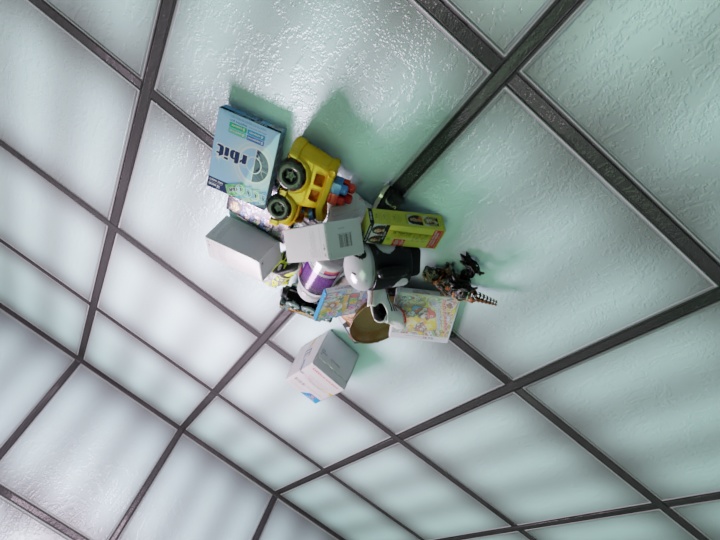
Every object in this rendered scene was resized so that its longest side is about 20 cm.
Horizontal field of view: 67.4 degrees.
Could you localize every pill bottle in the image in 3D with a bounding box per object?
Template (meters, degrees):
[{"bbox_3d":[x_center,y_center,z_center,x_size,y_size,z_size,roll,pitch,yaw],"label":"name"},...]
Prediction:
[{"bbox_3d":[-0.114,0.003,1.520,0.109,0.113,0.201,31,139,-3],"label":"pill bottle"}]

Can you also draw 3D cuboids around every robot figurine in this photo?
[{"bbox_3d":[0.053,-0.020,1.327,0.193,0.129,0.151,-8,161,-22],"label":"robot figurine"}]

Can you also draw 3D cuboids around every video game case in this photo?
[{"bbox_3d":[0.175,0.128,1.508,0.174,0.023,0.204,6,136,0],"label":"video game case"},{"bbox_3d":[-0.024,0.080,1.481,0.193,0.018,0.145,-10,148,-26],"label":"video game case"}]

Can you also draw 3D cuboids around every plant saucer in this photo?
[{"bbox_3d":[0.054,0.131,1.544,0.193,0.036,0.204,-16,140,-14],"label":"plant saucer"}]

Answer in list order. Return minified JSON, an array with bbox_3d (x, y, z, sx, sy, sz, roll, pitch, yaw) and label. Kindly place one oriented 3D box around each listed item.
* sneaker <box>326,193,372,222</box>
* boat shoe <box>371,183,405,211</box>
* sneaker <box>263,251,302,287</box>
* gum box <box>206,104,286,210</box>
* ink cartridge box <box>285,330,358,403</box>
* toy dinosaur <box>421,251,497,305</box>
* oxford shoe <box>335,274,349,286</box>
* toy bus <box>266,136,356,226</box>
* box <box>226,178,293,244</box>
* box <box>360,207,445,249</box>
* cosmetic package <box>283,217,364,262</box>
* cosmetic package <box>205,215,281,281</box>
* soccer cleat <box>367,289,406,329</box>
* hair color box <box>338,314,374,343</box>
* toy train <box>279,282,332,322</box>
[{"bbox_3d":[-0.058,-0.126,1.379,0.100,0.078,0.200,46,114,0],"label":"sneaker"},{"bbox_3d":[0.046,-0.120,1.332,0.062,0.074,0.203,35,135,3],"label":"boat shoe"},{"bbox_3d":[-0.231,0.001,1.630,0.076,0.078,0.196,35,148,-31],"label":"sneaker"},{"bbox_3d":[-0.285,-0.278,1.335,0.165,0.045,0.206,22,117,5],"label":"gum box"},{"bbox_3d":[-0.130,0.328,1.830,0.146,0.147,0.198,40,138,-15],"label":"ink cartridge box"},{"bbox_3d":[0.254,0.031,1.373,0.192,0.106,0.137,7,154,-2],"label":"toy dinosaur"},{"bbox_3d":[0.000,0.000,1.481,0.196,0.077,0.058,-25,124,35],"label":"oxford shoe"},{"bbox_3d":[-0.113,-0.186,1.293,0.186,0.137,0.204,22,117,-6],"label":"toy bus"},{"bbox_3d":[-0.259,-0.196,1.452,0.194,0.050,0.202,31,137,2],"label":"box"},{"bbox_3d":[0.099,-0.098,1.275,0.192,0.052,0.076,4,143,-19],"label":"box"},{"bbox_3d":[-0.090,-0.068,1.272,0.197,0.105,0.088,-1,100,53],"label":"cosmetic package"},{"bbox_3d":[-0.336,-0.066,1.556,0.195,0.108,0.087,25,140,18],"label":"cosmetic package"},{"bbox_3d":[0.067,0.112,1.422,0.066,0.087,0.202,-4,140,26],"label":"soccer cleat"},{"bbox_3d":[-0.015,0.129,1.629,0.096,0.061,0.203,-7,127,35],"label":"hair color box"},{"bbox_3d":[-0.160,0.103,1.659,0.194,0.088,0.114,21,158,-14],"label":"toy train"}]
